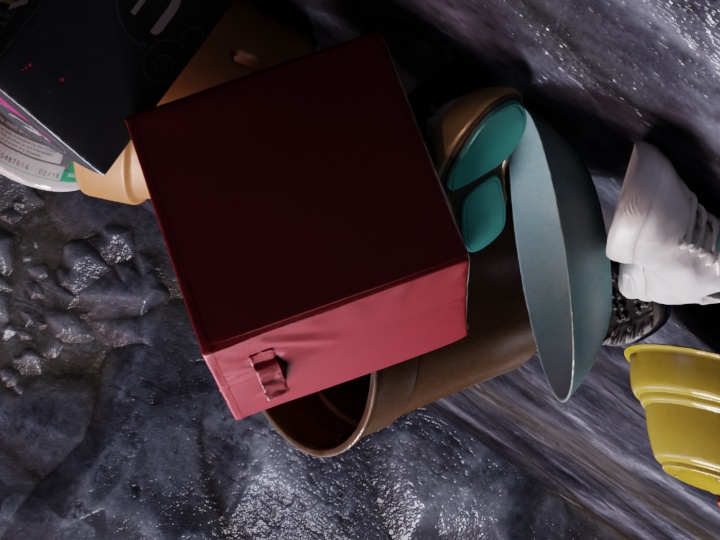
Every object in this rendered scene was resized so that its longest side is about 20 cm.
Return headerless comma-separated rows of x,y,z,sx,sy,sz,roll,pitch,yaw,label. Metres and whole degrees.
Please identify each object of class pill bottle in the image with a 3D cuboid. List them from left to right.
-0.240,-0.176,1.424,0.113,0.200,0.113,21,-157,-9,pill bottle

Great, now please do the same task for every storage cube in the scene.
-0.037,-0.024,1.173,0.171,0.180,0.200,80,170,-70,storage cube

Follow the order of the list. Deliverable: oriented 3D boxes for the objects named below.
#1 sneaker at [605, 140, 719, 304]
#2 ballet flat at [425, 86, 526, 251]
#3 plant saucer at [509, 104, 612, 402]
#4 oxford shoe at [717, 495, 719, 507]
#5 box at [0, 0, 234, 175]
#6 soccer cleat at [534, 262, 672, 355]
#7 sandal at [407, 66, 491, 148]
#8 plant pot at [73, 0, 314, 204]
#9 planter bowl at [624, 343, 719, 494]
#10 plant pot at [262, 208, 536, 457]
0.206,-0.022,1.087,0.088,0.075,0.200,17,170,18,sneaker
0.067,-0.077,1.166,0.063,0.069,0.200,52,163,21,ballet flat
0.136,-0.014,1.158,0.039,0.201,0.201,-9,172,-3,plant saucer
0.363,0.179,1.670,0.072,0.071,0.200,-10,140,37,oxford shoe
-0.176,-0.185,1.162,0.106,0.200,0.122,28,170,46,box
0.204,0.029,1.418,0.200,0.073,0.068,-23,79,64,soccer cleat
0.058,-0.099,1.258,0.075,0.048,0.200,34,171,2,sandal
-0.122,-0.134,1.355,0.140,0.200,0.200,18,170,5,plant pot
0.291,0.131,1.358,0.200,0.084,0.200,18,168,4,planter bowl
0.029,0.026,1.385,0.198,0.201,0.200,-13,-154,-35,plant pot
